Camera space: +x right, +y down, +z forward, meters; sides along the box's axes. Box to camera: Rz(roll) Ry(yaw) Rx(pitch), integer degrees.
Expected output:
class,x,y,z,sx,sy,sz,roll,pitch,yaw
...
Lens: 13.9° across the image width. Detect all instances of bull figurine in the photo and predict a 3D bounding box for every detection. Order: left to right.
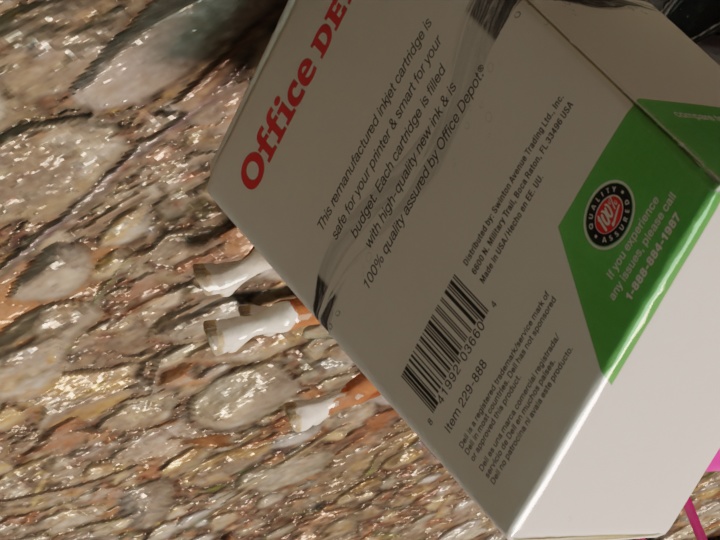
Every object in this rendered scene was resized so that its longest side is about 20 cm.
class,x,y,z,sx,sy,sz,roll,pitch,yaw
bull figurine,0.000,0.000,1.203,0.121,0.065,0.200,-23,152,7

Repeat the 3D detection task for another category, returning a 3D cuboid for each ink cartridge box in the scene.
class,x,y,z,sx,sy,sz,roll,pitch,yaw
ink cartridge box,0.053,-0.027,1.009,0.084,0.200,0.146,3,126,-43

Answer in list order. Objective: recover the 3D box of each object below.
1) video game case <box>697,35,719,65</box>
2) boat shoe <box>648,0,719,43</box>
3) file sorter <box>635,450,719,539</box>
class,x,y,z,sx,sy,sz,roll,pitch,yaw
video game case,0.135,-0.010,1.239,0.199,0.024,0.183,2,113,-40
boat shoe,0.166,-0.131,1.084,0.073,0.068,0.199,8,140,-46
file sorter,0.214,0.109,1.505,0.199,0.126,0.139,1,146,-39
